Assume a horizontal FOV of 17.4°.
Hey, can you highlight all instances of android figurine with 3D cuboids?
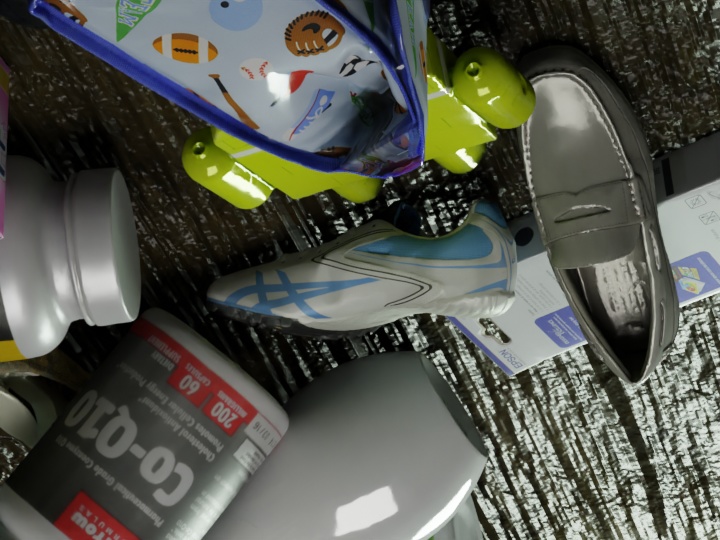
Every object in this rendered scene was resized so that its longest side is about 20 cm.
[{"bbox_3d":[-0.004,-0.079,1.216,0.181,0.041,0.200,-15,164,14],"label":"android figurine"}]

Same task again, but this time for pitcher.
[{"bbox_3d":[-0.026,0.129,1.491,0.199,0.172,0.122,-34,111,8],"label":"pitcher"}]

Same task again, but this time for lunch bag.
[{"bbox_3d":[-0.038,-0.154,1.056,0.123,0.171,0.200,-25,137,33],"label":"lunch bag"}]

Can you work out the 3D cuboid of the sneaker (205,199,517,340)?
[{"bbox_3d":[0.000,0.000,1.367,0.199,0.073,0.072,-7,168,27],"label":"sneaker"}]

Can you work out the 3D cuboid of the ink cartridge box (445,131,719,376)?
[{"bbox_3d":[0.148,-0.007,1.381,0.199,0.039,0.099,-23,139,23],"label":"ink cartridge box"}]

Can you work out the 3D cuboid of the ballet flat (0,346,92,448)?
[{"bbox_3d":[-0.188,0.089,1.459,0.070,0.071,0.200,-20,141,21],"label":"ballet flat"}]

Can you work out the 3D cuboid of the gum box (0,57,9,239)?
[{"bbox_3d":[-0.243,-0.108,1.145,0.066,0.114,0.200,-13,143,13],"label":"gum box"}]

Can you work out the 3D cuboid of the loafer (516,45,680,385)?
[{"bbox_3d":[0.131,-0.029,1.285,0.069,0.070,0.201,-15,119,20],"label":"loafer"}]

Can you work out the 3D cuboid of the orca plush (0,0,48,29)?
[{"bbox_3d":[-0.170,-0.167,1.095,0.104,0.072,0.200,4,149,-3],"label":"orca plush"}]

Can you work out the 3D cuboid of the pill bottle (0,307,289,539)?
[{"bbox_3d":[-0.144,0.132,1.397,0.200,0.114,0.114,-51,138,-9],"label":"pill bottle"}]

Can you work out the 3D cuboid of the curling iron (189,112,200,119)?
[{"bbox_3d":[-0.096,-0.130,1.186,0.049,0.026,0.200,4,151,7],"label":"curling iron"}]

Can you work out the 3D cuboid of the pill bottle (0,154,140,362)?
[{"bbox_3d":[-0.226,-0.003,1.291,0.198,0.113,0.113,-7,144,4],"label":"pill bottle"}]

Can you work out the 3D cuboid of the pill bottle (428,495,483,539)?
[{"bbox_3d":[-0.019,0.209,1.599,0.199,0.112,0.111,-12,143,12],"label":"pill bottle"}]
